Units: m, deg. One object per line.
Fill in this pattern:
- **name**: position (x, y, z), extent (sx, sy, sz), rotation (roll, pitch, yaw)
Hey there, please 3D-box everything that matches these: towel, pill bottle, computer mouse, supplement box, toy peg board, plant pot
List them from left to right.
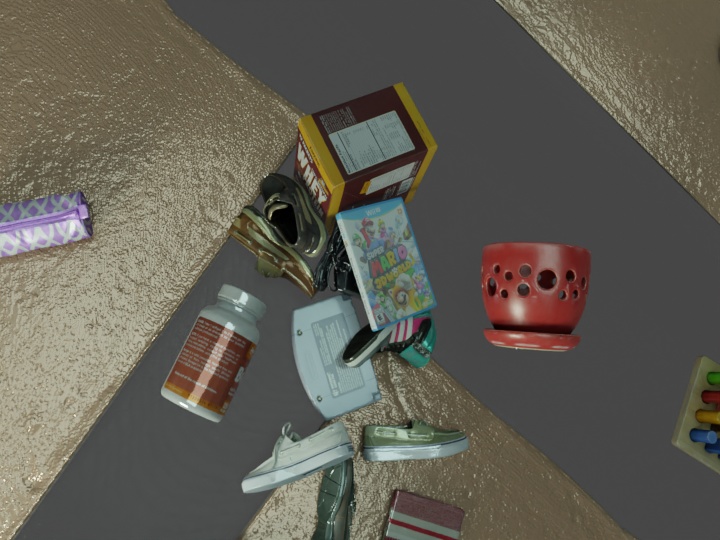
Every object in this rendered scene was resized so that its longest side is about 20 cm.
- **pill bottle**: position (-0.234, 0.132, 0.965), extent (0.110, 0.112, 0.204), rotation (27, 75, -8)
- **supplement box**: position (-0.001, -0.187, 1.029), extent (0.196, 0.198, 0.135), rotation (-23, 75, -17)
- **computer mouse**: position (0.000, 0.000, 1.056), extent (0.198, 0.052, 0.141), rotation (31, 80, -36)
- **towel**: position (0.097, 0.506, 1.032), extent (0.141, 0.023, 0.205), rotation (21, 77, -12)
- **plant pot**: position (0.321, 0.050, 1.084), extent (0.194, 0.200, 0.188), rotation (3, 87, -13)
- **toy peg board**: position (0.776, 0.311, 1.202), extent (0.197, 0.098, 0.203), rotation (30, 74, -7)

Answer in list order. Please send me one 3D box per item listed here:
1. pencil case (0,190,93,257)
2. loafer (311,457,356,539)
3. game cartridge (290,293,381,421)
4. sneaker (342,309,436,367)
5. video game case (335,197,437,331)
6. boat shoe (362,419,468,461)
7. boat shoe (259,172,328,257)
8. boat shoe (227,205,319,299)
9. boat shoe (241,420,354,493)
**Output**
- **pencil case**: position (-0.535, -0.073, 0.939), extent (0.195, 0.085, 0.086), rotation (-16, 86, -17)
- **loafer**: position (-0.038, 0.416, 0.997), extent (0.062, 0.071, 0.206), rotation (17, 80, -30)
- **game cartridge**: position (-0.051, 0.155, 1.050), extent (0.130, 0.042, 0.205), rotation (-16, 85, -12)
- **sneaker**: position (0.065, 0.134, 1.046), extent (0.199, 0.083, 0.122), rotation (-40, 106, -24)
- **video game case**: position (0.047, -0.015, 1.007), extent (0.140, 0.018, 0.205), rotation (-17, 87, -33)
- **boat shoe**: position (0.099, 0.299, 1.043), extent (0.194, 0.072, 0.064), rotation (-2, 83, -12)
- **boat shoe**: position (-0.127, -0.107, 1.014), extent (0.075, 0.072, 0.201), rotation (-53, 55, 18)
- **boat shoe**: position (-0.155, -0.022, 1.040), extent (0.074, 0.076, 0.200), rotation (-43, 84, -12)
- **boat shoe**: position (-0.112, 0.300, 0.976), extent (0.198, 0.075, 0.088), rotation (-25, 65, 8)
